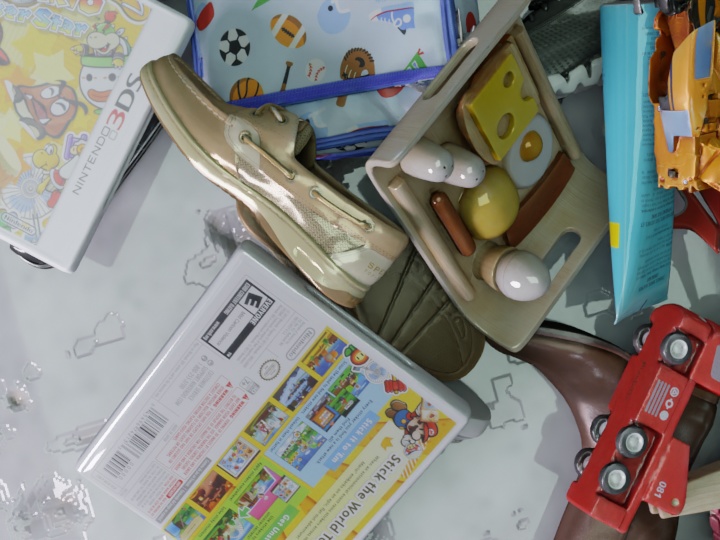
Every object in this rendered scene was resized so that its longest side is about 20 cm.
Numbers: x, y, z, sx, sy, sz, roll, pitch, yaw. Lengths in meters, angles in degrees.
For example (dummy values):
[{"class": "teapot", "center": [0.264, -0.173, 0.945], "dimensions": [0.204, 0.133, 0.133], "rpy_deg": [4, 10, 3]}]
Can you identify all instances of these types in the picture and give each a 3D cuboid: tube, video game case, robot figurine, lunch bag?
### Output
[{"class": "tube", "center": [0.183, -0.071, 0.815], "dimensions": [0.077, 0.050, 0.203], "rpy_deg": [-15, 106, -44]}, {"class": "video game case", "center": [-0.234, -0.125, 0.819], "dimensions": [0.198, 0.023, 0.184], "rpy_deg": [27, 90, 1]}, {"class": "robot figurine", "center": [0.226, -0.155, 0.766], "dimensions": [0.144, 0.058, 0.203], "rpy_deg": [-15, 110, -38]}, {"class": "video game case", "center": [-0.059, 0.109, 0.819], "dimensions": [0.181, 0.023, 0.201], "rpy_deg": [36, 110, -9]}, {"class": "lunch bag", "center": [-0.014, -0.148, 0.819], "dimensions": [0.197, 0.075, 0.163], "rpy_deg": [-5, 89, 24]}]

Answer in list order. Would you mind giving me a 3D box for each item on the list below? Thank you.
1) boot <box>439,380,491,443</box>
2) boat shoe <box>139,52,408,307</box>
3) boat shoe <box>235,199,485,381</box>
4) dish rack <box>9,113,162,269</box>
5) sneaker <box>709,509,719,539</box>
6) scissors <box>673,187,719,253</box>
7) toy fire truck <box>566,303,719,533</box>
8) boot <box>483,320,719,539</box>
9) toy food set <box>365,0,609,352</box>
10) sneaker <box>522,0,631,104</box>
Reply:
[{"class": "boot", "center": [-0.016, 0.093, 0.867], "dimensions": [0.198, 0.074, 0.097], "rpy_deg": [24, 107, -2]}, {"class": "boat shoe", "center": [-0.053, -0.069, 0.777], "dimensions": [0.200, 0.071, 0.065], "rpy_deg": [45, 103, 6]}, {"class": "boat shoe", "center": [0.000, 0.000, 0.859], "dimensions": [0.199, 0.065, 0.073], "rpy_deg": [36, 86, -5]}, {"class": "dish rack", "center": [-0.249, -0.117, 0.857], "dimensions": [0.199, 0.055, 0.154], "rpy_deg": [38, 90, 0]}, {"class": "sneaker", "center": [0.294, 0.119, 0.866], "dimensions": [0.080, 0.074, 0.203], "rpy_deg": [13, 106, 36]}, {"class": "scissors", "center": [0.240, -0.013, 0.829], "dimensions": [0.073, 0.014, 0.202], "rpy_deg": [-30, 58, 23]}, {"class": "toy fire truck", "center": [0.214, 0.139, 0.826], "dimensions": [0.140, 0.049, 0.202], "rpy_deg": [27, 88, -14]}, {"class": "boot", "center": [0.145, 0.144, 0.869], "dimensions": [0.184, 0.064, 0.203], "rpy_deg": [16, 94, -1]}, {"class": "toy food set", "center": [0.096, -0.059, 0.779], "dimensions": [0.060, 0.200, 0.144], "rpy_deg": [26, 71, 41]}, {"class": "sneaker", "center": [0.135, -0.161, 0.858], "dimensions": [0.197, 0.066, 0.092], "rpy_deg": [-14, 89, -4]}]
